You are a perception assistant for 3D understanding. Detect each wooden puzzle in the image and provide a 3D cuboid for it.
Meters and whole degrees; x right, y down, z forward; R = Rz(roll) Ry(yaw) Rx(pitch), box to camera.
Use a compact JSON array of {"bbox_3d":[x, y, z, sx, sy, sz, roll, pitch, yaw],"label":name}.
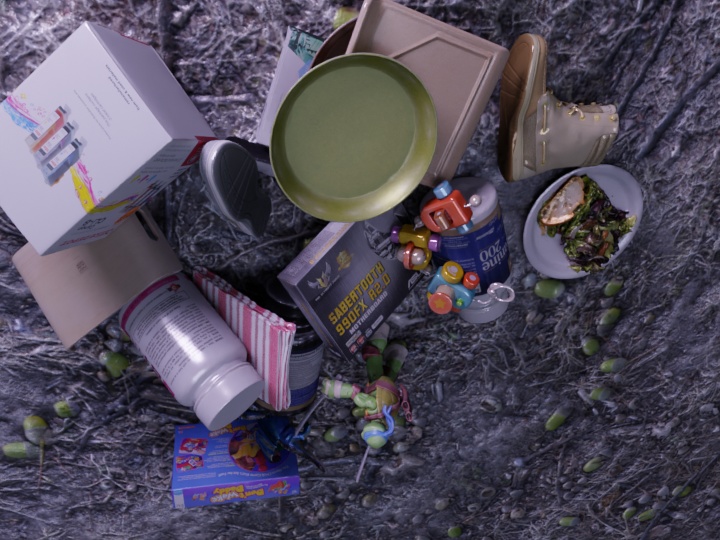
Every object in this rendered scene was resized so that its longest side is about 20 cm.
[{"bbox_3d":[0.059,-0.204,0.765,0.197,0.037,0.187,11,119,-25],"label":"wooden puzzle"}]

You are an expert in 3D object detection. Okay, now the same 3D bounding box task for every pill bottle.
[{"bbox_3d":[0.160,-0.024,0.937,0.110,0.112,0.202,-20,125,1],"label":"pill bottle"},{"bbox_3d":[-0.226,0.108,0.871,0.113,0.200,0.114,-39,163,-15],"label":"pill bottle"},{"bbox_3d":[-0.109,0.109,0.963,0.110,0.112,0.202,2,122,-14],"label":"pill bottle"}]

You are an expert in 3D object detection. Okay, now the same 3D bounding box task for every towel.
[{"bbox_3d":[-0.169,0.095,0.915,0.030,0.199,0.148,-28,137,-43],"label":"towel"}]

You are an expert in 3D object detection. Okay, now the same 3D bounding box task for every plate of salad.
[{"bbox_3d":[0.348,-0.066,0.992,0.197,0.048,0.203,-6,123,-10],"label":"plate of salad"}]

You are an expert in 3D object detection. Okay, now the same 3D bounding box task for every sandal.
[{"bbox_3d":[-0.088,-0.121,0.843,0.197,0.075,0.046,17,115,-14],"label":"sandal"}]

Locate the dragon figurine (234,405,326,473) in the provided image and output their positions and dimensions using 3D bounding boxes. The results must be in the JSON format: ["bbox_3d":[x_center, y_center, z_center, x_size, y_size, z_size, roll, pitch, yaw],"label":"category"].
[{"bbox_3d":[-0.134,0.263,1.032,0.098,0.201,0.059,-17,147,-29],"label":"dragon figurine"}]

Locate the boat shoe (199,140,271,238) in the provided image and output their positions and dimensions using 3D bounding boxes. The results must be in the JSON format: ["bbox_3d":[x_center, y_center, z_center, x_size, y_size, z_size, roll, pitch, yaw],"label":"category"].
[{"bbox_3d":[-0.161,-0.098,0.787,0.064,0.202,0.075,18,78,10],"label":"boat shoe"}]

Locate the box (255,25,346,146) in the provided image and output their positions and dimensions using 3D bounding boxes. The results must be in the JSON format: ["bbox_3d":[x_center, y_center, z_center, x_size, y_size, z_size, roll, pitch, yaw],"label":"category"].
[{"bbox_3d":[-0.020,-0.205,0.823,0.197,0.037,0.146,12,119,-22],"label":"box"}]

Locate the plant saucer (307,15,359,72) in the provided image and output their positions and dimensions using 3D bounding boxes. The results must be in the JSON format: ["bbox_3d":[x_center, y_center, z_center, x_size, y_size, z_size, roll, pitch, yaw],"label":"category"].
[{"bbox_3d":[0.026,-0.215,0.787,0.197,0.035,0.203,-6,122,-10],"label":"plant saucer"}]

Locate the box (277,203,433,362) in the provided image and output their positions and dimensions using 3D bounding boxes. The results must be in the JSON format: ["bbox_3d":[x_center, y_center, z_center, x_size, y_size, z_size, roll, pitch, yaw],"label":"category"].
[{"bbox_3d":[0.000,0.000,0.897,0.200,0.048,0.159,-47,128,-21],"label":"box"}]

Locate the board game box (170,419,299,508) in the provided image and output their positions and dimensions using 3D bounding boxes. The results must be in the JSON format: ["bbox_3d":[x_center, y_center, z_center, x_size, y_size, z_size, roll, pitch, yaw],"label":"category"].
[{"bbox_3d":[-0.205,0.310,1.058,0.197,0.135,0.045,-3,124,-11],"label":"board game box"}]

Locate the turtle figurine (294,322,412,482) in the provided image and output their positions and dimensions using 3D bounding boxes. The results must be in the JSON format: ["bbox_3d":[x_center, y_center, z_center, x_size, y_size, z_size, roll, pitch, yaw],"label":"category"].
[{"bbox_3d":[-0.003,0.190,1.004,0.142,0.196,0.200,26,139,-11],"label":"turtle figurine"}]

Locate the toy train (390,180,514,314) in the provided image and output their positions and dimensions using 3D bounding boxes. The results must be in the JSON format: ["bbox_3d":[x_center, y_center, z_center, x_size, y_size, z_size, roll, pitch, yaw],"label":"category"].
[{"bbox_3d":[0.115,-0.013,0.848,0.149,0.056,0.201,-10,123,40],"label":"toy train"}]

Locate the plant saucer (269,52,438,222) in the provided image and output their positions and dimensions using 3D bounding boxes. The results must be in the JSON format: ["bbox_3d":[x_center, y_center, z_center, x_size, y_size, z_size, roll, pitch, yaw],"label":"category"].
[{"bbox_3d":[-0.008,-0.150,0.736,0.197,0.031,0.202,-9,125,-13],"label":"plant saucer"}]

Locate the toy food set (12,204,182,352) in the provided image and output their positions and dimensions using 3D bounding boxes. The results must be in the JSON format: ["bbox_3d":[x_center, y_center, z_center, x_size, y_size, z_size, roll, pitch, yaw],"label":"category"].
[{"bbox_3d":[-0.345,-0.005,0.840,0.199,0.060,0.144,-35,84,13],"label":"toy food set"}]

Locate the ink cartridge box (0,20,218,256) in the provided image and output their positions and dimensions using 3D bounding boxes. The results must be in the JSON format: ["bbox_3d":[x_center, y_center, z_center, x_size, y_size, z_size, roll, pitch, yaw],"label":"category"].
[{"bbox_3d":[-0.292,-0.139,0.710,0.199,0.145,0.145,-36,95,12],"label":"ink cartridge box"}]

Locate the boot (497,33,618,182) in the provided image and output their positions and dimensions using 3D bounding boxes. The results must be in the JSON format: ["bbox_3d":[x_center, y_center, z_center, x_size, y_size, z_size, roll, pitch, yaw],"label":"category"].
[{"bbox_3d":[0.268,-0.219,0.857,0.153,0.073,0.202,-9,126,-7],"label":"boot"}]
